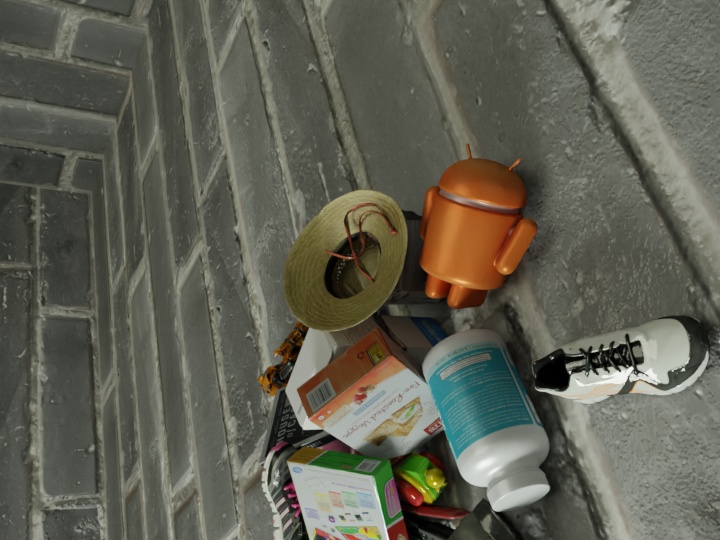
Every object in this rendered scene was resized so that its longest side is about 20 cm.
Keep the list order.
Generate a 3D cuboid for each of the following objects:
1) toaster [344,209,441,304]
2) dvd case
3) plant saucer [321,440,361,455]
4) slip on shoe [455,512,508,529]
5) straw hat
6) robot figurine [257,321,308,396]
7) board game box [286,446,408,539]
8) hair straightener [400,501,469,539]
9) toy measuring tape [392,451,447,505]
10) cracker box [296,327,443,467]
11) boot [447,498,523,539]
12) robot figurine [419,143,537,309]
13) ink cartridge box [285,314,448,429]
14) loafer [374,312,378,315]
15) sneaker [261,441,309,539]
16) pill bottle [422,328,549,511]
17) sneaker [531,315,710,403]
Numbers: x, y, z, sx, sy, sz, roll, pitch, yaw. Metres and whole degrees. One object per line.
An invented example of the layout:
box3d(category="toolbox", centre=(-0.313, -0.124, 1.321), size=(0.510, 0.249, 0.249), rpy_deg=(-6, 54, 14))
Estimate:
box3d(category="toaster", centre=(0.046, -0.014, 1.120), size=(0.200, 0.113, 0.130), rpy_deg=(-4, 84, 55))
box3d(category="dvd case", centre=(-0.076, 0.225, 1.230), size=(0.200, 0.025, 0.151), rpy_deg=(-29, 33, 31))
box3d(category="plant saucer", centre=(-0.041, 0.284, 1.284), size=(0.200, 0.051, 0.202), rpy_deg=(-17, 71, 59))
box3d(category="slip on shoe", centre=(0.166, 0.386, 0.899), size=(0.076, 0.060, 0.201), rpy_deg=(-46, 47, 47))
box3d(category="straw hat", centre=(0.000, 0.000, 1.019), size=(0.200, 0.085, 0.202), rpy_deg=(-14, 61, 27))
box3d(category="robot figurine", centre=(-0.125, 0.156, 1.371), size=(0.145, 0.058, 0.200), rpy_deg=(-52, -1, -31))
box3d(category="board game box", centre=(-0.010, 0.347, 1.039), size=(0.153, 0.040, 0.201), rpy_deg=(-1, 110, 37))
box3d(category="hair straightener", centre=(0.080, 0.365, 1.062), size=(0.200, 0.041, 0.077), rpy_deg=(-14, 80, 51))
box3d(category="toy measuring tape", centre=(0.068, 0.294, 1.082), size=(0.200, 0.073, 0.074), rpy_deg=(160, 112, -63))
box3d(category="cracker box", centre=(0.030, 0.174, 0.995), size=(0.134, 0.200, 0.058), rpy_deg=(-39, 45, 9))
box3d(category="boot", centre=(0.154, 0.368, 0.845), size=(0.131, 0.068, 0.200), rpy_deg=(-45, 49, 2))
box3d(category="robot figurine", centre=(0.144, -0.053, 0.958), size=(0.144, 0.116, 0.201), rpy_deg=(-113, 34, -73))
box3d(category="ink cartridge box", centre=(0.013, 0.141, 1.064), size=(0.084, 0.199, 0.146), rpy_deg=(54, 130, 48))
box3d(category="loafer", centre=(-0.022, 0.115, 1.271), size=(0.200, 0.073, 0.072), rpy_deg=(-47, 35, 43))
box3d(category="sneaker", centre=(-0.091, 0.357, 1.150), size=(0.087, 0.074, 0.201), rpy_deg=(3, 103, 42))
box3d(category="pill bottle", centre=(0.153, 0.178, 0.905), size=(0.111, 0.110, 0.201), rpy_deg=(-56, 40, 39))
box3d(category="sneaker", centre=(0.258, 0.096, 0.772), size=(0.200, 0.080, 0.074), rpy_deg=(-36, 54, 51))
